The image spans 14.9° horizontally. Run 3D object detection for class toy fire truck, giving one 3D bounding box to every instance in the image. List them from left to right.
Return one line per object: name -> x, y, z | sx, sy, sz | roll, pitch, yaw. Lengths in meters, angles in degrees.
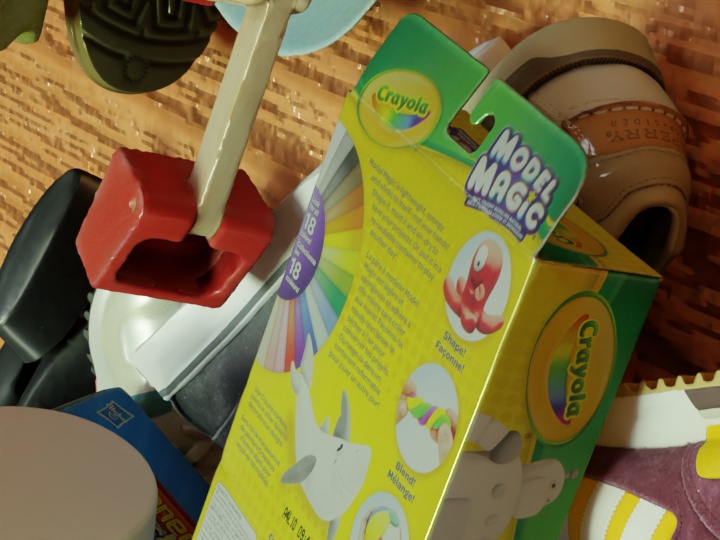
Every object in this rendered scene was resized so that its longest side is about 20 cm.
toy fire truck -> -0.042, -0.105, 0.882 | 0.201, 0.048, 0.141 | -61, 32, 32

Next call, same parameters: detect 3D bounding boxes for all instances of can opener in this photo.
can opener -> -0.139, 0.059, 1.098 | 0.063, 0.078, 0.201 | 9, 72, 59

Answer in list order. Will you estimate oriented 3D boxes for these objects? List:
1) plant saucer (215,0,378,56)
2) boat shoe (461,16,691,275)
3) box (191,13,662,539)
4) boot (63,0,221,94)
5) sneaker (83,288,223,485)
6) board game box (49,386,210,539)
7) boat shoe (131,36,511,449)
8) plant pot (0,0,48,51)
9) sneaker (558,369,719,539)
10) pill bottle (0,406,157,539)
plant saucer -> -0.008, -0.175, 0.941 | 0.201, 0.038, 0.203 | 6, 97, 59
boat shoe -> 0.036, 0.015, 0.841 | 0.200, 0.074, 0.069 | -60, 37, 42
box -> 0.014, 0.039, 0.770 | 0.117, 0.048, 0.201 | 46, 123, 52
boot -> -0.119, -0.154, 1.117 | 0.200, 0.066, 0.177 | 0, 80, 59
sneaker -> -0.061, 0.066, 1.038 | 0.093, 0.070, 0.201 | 39, 125, 31
board game box -> -0.076, 0.181, 1.003 | 0.200, 0.056, 0.196 | 46, 134, 22
boat shoe -> 0.000, 0.000, 0.917 | 0.068, 0.072, 0.200 | 48, 127, 1
plant pot -> -0.173, -0.177, 0.987 | 0.200, 0.199, 0.186 | 26, 112, 57
sneaker -> 0.083, 0.079, 0.762 | 0.200, 0.074, 0.091 | -17, 71, 60
pill bottle -> -0.118, 0.151, 0.909 | 0.113, 0.112, 0.201 | 48, 137, 48
